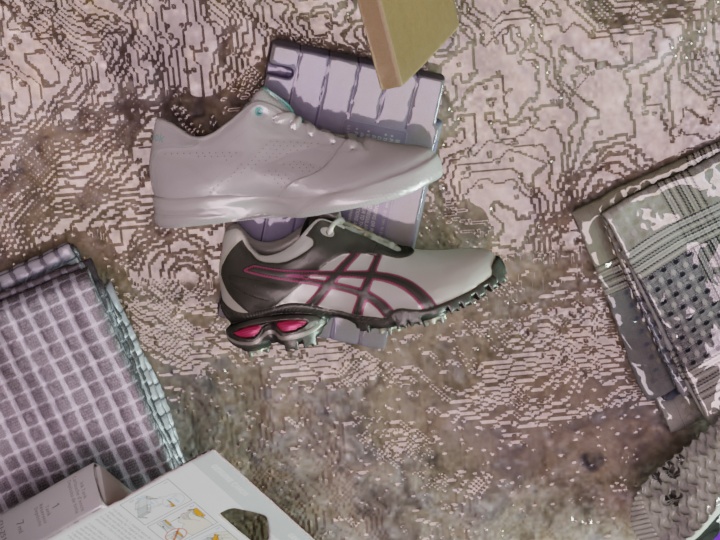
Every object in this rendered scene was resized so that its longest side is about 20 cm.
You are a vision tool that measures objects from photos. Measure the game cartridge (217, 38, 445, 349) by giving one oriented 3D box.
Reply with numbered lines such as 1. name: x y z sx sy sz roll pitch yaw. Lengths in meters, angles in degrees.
1. game cartridge: -0.019 -0.052 1.475 0.129 0.038 0.201 11 105 -9

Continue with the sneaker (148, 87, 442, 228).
1. sneaker: -0.046 -0.081 1.418 0.199 0.075 0.089 -6 94 1

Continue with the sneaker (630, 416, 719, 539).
1. sneaker: 0.293 0.139 1.513 0.200 0.070 0.099 -36 145 16

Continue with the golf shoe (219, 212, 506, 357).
1. golf shoe: 0.000 0.000 1.437 0.199 0.077 0.089 -10 99 1

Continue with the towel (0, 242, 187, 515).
1. towel: -0.226 0.101 1.484 0.165 0.086 0.201 -23 105 4

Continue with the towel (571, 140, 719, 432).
1. towel: 0.272 0.004 1.499 0.199 0.035 0.193 -25 105 6

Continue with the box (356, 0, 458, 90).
1. box: 0.015 -0.233 1.357 0.021 0.164 0.201 -9 107 19

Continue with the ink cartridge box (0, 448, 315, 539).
1. ink cartridge box: -0.136 0.191 1.476 0.173 0.044 0.200 -30 141 9
